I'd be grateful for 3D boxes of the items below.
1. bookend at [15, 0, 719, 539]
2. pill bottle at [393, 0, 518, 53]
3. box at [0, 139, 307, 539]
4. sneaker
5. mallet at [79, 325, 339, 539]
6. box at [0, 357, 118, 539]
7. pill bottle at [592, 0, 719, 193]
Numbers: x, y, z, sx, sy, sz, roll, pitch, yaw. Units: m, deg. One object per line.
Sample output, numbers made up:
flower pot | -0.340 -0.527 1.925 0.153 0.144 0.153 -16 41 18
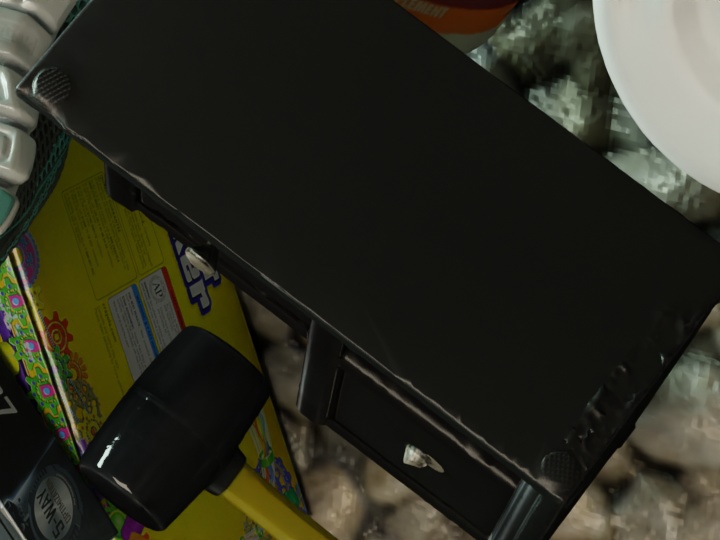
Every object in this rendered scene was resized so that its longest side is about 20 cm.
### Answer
bookend | 0.000 0.000 0.903 0.200 0.092 0.199 37 165 6
pill bottle | 0.046 -0.173 0.877 0.114 0.114 0.200 43 123 9
box | -0.153 0.035 1.057 0.192 0.122 0.201 -11 102 31
sneaker | -0.118 -0.069 0.911 0.077 0.201 0.091 19 150 5
mallet | 0.000 0.095 0.975 0.200 0.066 0.041 34 166 -13
box | -0.200 0.078 1.001 0.200 0.043 0.161 -35 88 35
pill bottle | 0.153 -0.095 0.794 0.114 0.200 0.115 10 112 26
